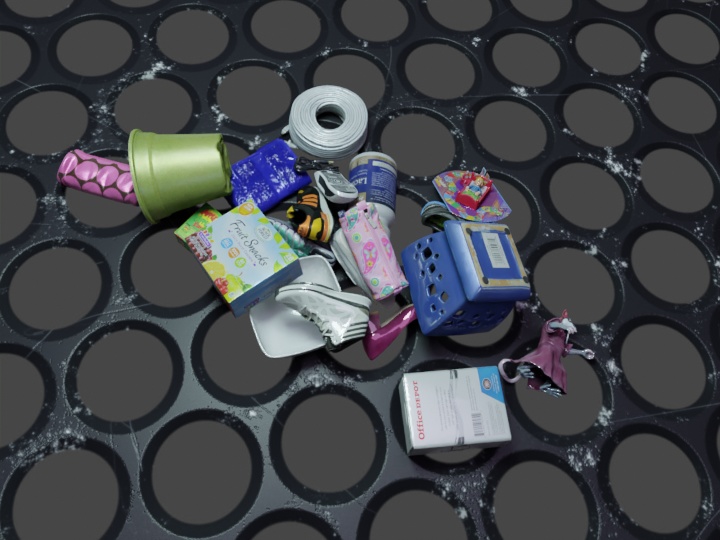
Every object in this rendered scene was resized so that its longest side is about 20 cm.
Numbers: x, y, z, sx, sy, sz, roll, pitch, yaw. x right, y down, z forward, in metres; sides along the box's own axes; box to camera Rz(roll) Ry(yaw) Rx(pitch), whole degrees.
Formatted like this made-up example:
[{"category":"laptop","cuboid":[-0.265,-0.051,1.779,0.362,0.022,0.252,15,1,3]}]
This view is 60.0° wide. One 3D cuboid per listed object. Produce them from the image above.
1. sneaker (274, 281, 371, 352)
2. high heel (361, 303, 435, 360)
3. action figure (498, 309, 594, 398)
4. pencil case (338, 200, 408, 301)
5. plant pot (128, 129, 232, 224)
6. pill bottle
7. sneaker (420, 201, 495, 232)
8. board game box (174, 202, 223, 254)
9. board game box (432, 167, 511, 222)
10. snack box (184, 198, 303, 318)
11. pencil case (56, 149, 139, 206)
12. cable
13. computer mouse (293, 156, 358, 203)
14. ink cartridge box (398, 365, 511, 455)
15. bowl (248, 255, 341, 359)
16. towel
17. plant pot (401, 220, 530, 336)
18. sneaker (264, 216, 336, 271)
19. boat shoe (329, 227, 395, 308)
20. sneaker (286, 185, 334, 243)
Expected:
[{"category":"sneaker","cuboid":[-0.078,0.095,1.232,0.196,0.076,0.117,9,63,-4]},{"category":"high heel","cuboid":[0.095,0.124,1.334,0.196,0.067,0.098,-12,87,-10]},{"category":"action figure","cuboid":[0.403,0.170,1.327,0.147,0.135,0.201,-6,40,39]},{"category":"pencil case","cuboid":[0.027,-0.041,1.289,0.086,0.087,0.203,-23,92,-15]},{"category":"plant pot","cuboid":[-0.378,-0.216,1.352,0.180,0.201,0.204,-9,66,-3]},{"category":"pill bottle","cuboid":[0.025,-0.155,1.415,0.113,0.116,0.204,4,64,-3]},{"category":"sneaker","cuboid":[0.227,-0.092,1.419,0.197,0.072,0.083,22,40,11]},{"category":"board game box","cuboid":[-0.300,-0.049,1.375,0.199,0.048,0.102,37,67,12]},{"category":"board game box","cuboid":[0.261,-0.190,1.450,0.155,0.039,0.202,-4,43,-17]},{"category":"snack box","cuboid":[-0.240,-0.029,1.286,0.167,0.068,0.200,-32,60,-15]},{"category":"pencil case","cuboid":[-0.575,-0.212,1.406,0.196,0.091,0.095,14,102,-1]},{"category":"cable","cuboid":[-0.077,-0.365,1.528,0.197,0.070,0.202,25,66,7]},{"category":"computer mouse","cuboid":[-0.071,-0.195,1.397,0.108,0.044,0.201,3,31,-30]},{"category":"ink cartridge box","cuboid":[0.184,0.280,1.244,0.196,0.086,0.149,-4,65,-5]},{"category":"bowl","cuboid":[-0.134,0.085,1.313,0.196,0.075,0.203,-16,67,-12]},{"category":"towel","cuboid":[-0.229,-0.217,1.458,0.199,0.050,0.148,-35,72,-19]},{"category":"plant pot","cuboid":[0.224,0.008,1.286,0.197,0.180,0.203,1,63,-33]},{"category":"sneaker","cuboid":[-0.133,-0.072,1.402,0.198,0.075,0.088,29,43,6]},{"category":"boat shoe","cuboid":[0.000,0.000,1.355,0.201,0.068,0.072,51,56,-13]},{"category":"sneaker","cuboid":[-0.124,-0.135,1.370,0.089,0.071,0.201,9,31,-28]}]
